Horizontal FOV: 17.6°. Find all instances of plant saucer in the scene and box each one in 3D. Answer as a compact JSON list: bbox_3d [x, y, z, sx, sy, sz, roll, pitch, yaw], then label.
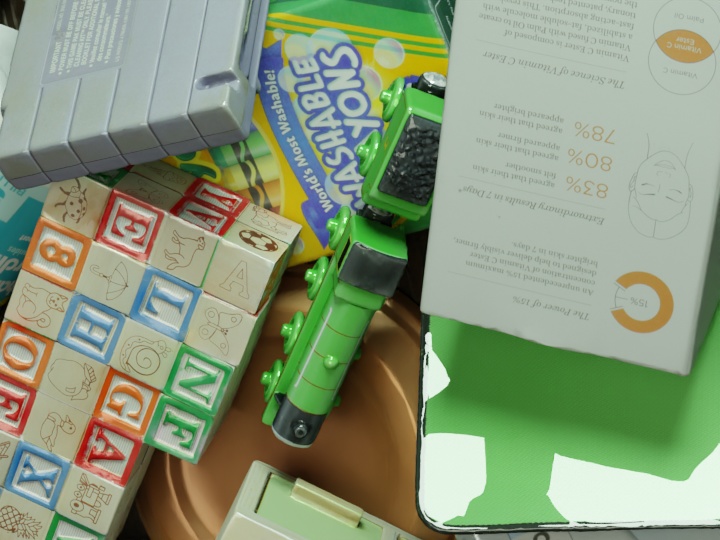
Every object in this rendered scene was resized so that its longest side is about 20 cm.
[{"bbox_3d":[-0.034,0.095,1.184,0.199,0.037,0.201,2,96,21],"label":"plant saucer"}]

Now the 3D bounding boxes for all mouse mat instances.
[{"bbox_3d":[0.125,0.046,1.064,0.199,0.008,0.162,-1,60,7],"label":"mouse mat"}]

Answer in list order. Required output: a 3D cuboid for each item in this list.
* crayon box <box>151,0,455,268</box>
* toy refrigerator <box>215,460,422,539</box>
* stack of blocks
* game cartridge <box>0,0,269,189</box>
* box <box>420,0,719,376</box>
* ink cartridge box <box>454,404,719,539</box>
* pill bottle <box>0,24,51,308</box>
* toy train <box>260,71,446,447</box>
[{"bbox_3d":[-0.034,-0.070,1.139,0.199,0.052,0.126,-16,111,23],"label":"crayon box"},{"bbox_3d":[0.022,0.169,1.116,0.199,0.076,0.070,26,106,-1],"label":"toy refrigerator"},{"bbox_3d":[-0.120,0.049,1.144,0.115,0.059,0.201,24,112,3],"label":"stack of blocks"},{"bbox_3d":[-0.102,-0.131,1.111,0.129,0.038,0.201,-14,48,25],"label":"game cartridge"},{"bbox_3d":[0.107,-0.074,1.006,0.124,0.098,0.201,13,118,14],"label":"box"},{"bbox_3d":[0.156,0.165,1.064,0.160,0.047,0.201,-25,80,-12],"label":"ink cartridge box"},{"bbox_3d":[-0.222,-0.024,1.208,0.111,0.111,0.200,46,110,11],"label":"pill bottle"},{"bbox_3d":[0.000,0.000,1.093,0.042,0.056,0.201,18,115,-12],"label":"toy train"}]
